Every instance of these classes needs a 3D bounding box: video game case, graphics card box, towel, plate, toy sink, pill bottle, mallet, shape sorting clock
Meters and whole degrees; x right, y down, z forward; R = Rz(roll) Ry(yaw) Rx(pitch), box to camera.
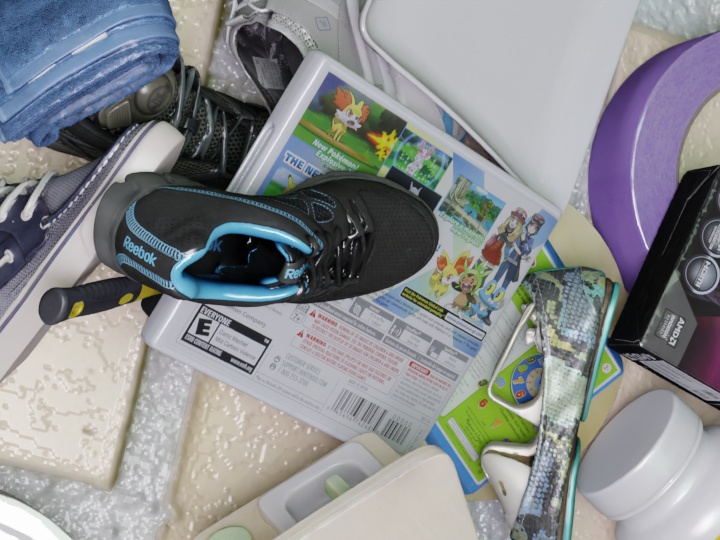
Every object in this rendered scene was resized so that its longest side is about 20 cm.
[{"bbox_3d":[0.000,0.000,1.020,0.200,0.022,0.183,30,93,-35],"label":"video game case"},{"bbox_3d":[0.262,0.037,1.105,0.199,0.051,0.126,30,80,-14],"label":"graphics card box"},{"bbox_3d":[-0.177,-0.171,0.977,0.111,0.049,0.201,-30,64,8],"label":"towel"},{"bbox_3d":[0.085,-0.164,1.083,0.200,0.032,0.200,39,61,-36],"label":"plate"},{"bbox_3d":[-0.008,0.177,1.011,0.130,0.112,0.201,-31,127,-16],"label":"toy sink"},{"bbox_3d":[0.233,0.170,1.124,0.200,0.112,0.113,43,76,-11],"label":"pill bottle"},{"bbox_3d":[-0.116,0.001,0.977,0.041,0.200,0.066,31,96,12],"label":"mallet"},{"bbox_3d":[0.076,0.042,1.116,0.199,0.039,0.201,-3,99,-18],"label":"shape sorting clock"}]

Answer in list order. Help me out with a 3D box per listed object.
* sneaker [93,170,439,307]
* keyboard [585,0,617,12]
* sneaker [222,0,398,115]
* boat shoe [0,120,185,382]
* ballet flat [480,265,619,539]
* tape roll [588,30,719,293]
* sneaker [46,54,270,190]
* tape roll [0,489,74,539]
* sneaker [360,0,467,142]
[{"bbox_3d":[-0.035,-0.006,0.930,0.199,0.082,0.074,-3,113,-34],"label":"sneaker"},{"bbox_3d":[0.182,-0.227,1.178,0.200,0.011,0.056,-43,101,-15],"label":"keyboard"},{"bbox_3d":[-0.045,-0.157,1.036,0.082,0.075,0.201,-7,64,-43],"label":"sneaker"},{"bbox_3d":[-0.182,-0.026,0.972,0.093,0.075,0.200,41,116,-2],"label":"boat shoe"},{"bbox_3d":[0.106,0.094,1.087,0.074,0.074,0.201,8,94,-17],"label":"ballet flat"},{"bbox_3d":[0.250,-0.055,1.164,0.199,0.066,0.201,1,87,-18],"label":"tape roll"},{"bbox_3d":[-0.099,-0.079,1.028,0.199,0.114,0.077,22,83,-18],"label":"sneaker"},{"bbox_3d":[-0.234,0.215,0.993,0.201,0.071,0.204,1,87,-18],"label":"tape roll"},{"bbox_3d":[0.015,-0.163,1.095,0.080,0.076,0.201,-8,92,-34],"label":"sneaker"}]
